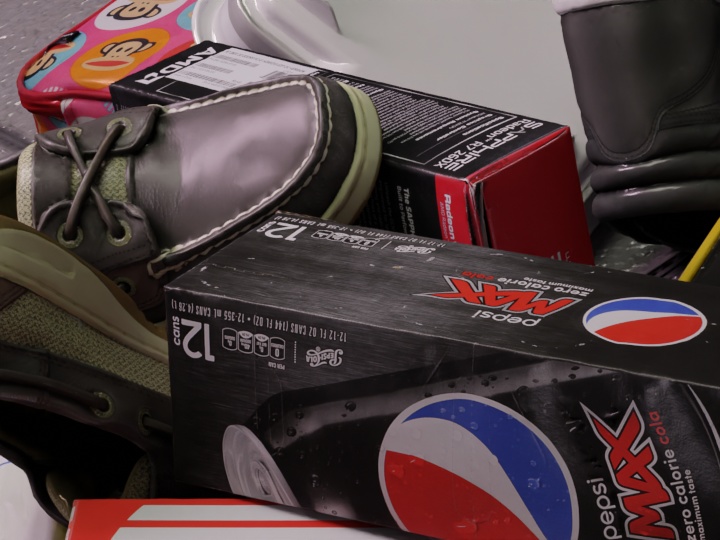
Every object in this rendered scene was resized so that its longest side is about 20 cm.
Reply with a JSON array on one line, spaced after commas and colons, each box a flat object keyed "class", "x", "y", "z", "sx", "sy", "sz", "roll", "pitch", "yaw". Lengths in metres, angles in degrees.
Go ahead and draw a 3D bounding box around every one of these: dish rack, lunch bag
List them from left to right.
[{"class": "lunch bag", "x": -0.025, "y": -0.083, "z": 1.113, "sx": 0.199, "sy": 0.082, "sz": 0.176, "roll": 8, "pitch": 35, "yaw": 38}, {"class": "dish rack", "x": 0.048, "y": -0.101, "z": 1.017, "sx": 0.200, "sy": 0.171, "sz": 0.044, "roll": -50, "pitch": -3, "yaw": -42}]

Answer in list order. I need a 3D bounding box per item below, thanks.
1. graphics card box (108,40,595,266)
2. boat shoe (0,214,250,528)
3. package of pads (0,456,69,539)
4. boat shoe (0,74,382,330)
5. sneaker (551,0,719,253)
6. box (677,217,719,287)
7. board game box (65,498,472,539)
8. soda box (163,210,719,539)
[{"class": "graphics card box", "x": 0.000, "y": 0.000, "z": 0.893, "sx": 0.051, "sy": 0.126, "sz": 0.200, "roll": -29, "pitch": 28, "yaw": -32}, {"class": "boat shoe", "x": -0.075, "y": 0.052, "z": 0.813, "sx": 0.073, "sy": 0.200, "sz": 0.065, "roll": -14, "pitch": 54, "yaw": 41}, {"class": "package of pads", "x": -0.149, "y": 0.116, "z": 0.851, "sx": 0.154, "sy": 0.068, "sz": 0.200, "roll": -18, "pitch": 29, "yaw": 8}, {"class": "boat shoe", "x": -0.086, "y": -0.013, "z": 0.843, "sx": 0.200, "sy": 0.066, "sz": 0.072, "roll": -22, "pitch": 54, "yaw": 31}, {"class": "sneaker", "x": 0.134, "y": -0.057, "z": 0.978, "sx": 0.070, "sy": 0.100, "sz": 0.200, "roll": -4, "pitch": 1, "yaw": 35}, {"class": "box", "x": 0.211, "y": -0.003, "z": 0.845, "sx": 0.199, "sy": 0.050, "sz": 0.160, "roll": 0, "pitch": 32, "yaw": 34}, {"class": "board game box", "x": 0.013, "y": 0.121, "z": 0.705, "sx": 0.199, "sy": 0.047, "sz": 0.152, "roll": -1, "pitch": 30, "yaw": 2}, {"class": "soda box", "x": 0.046, "y": 0.037, "z": 0.740, "sx": 0.199, "sy": 0.064, "sz": 0.071, "roll": 9, "pitch": 24, "yaw": 27}]
